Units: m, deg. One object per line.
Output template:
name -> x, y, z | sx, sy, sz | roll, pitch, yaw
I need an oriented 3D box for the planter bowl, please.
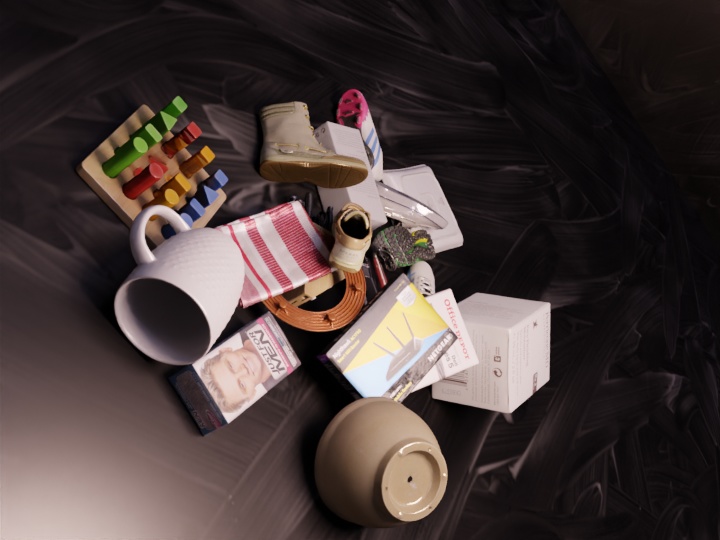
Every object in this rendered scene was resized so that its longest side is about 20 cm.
planter bowl -> 0.049, 0.304, 1.467 | 0.199, 0.134, 0.202 | -3, 96, -32

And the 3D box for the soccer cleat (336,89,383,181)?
soccer cleat -> 0.001, -0.268, 1.954 | 0.086, 0.069, 0.201 | 30, 46, -60

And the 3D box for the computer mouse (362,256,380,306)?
computer mouse -> 0.000, 0.000, 1.748 | 0.141, 0.046, 0.201 | -101, 172, -51

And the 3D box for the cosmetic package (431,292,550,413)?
cosmetic package -> 0.251, 0.152, 1.836 | 0.200, 0.164, 0.166 | -23, 115, -55

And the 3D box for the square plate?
square plate -> 0.139, -0.134, 2.058 | 0.198, 0.028, 0.201 | -16, 80, -54

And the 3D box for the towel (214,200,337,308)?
towel -> -0.143, -0.030, 1.547 | 0.199, 0.023, 0.144 | -22, 70, -34

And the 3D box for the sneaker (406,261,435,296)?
sneaker -> 0.121, 0.057, 1.858 | 0.072, 0.072, 0.201 | 25, 46, -20

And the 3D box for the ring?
ring -> -0.082, 0.009, 1.574 | 0.199, 0.019, 0.202 | 12, 55, -17

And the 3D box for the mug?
mug -> -0.253, 0.001, 1.352 | 0.201, 0.147, 0.176 | 60, 31, -22

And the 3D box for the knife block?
knife block -> -0.098, -0.043, 1.662 | 0.176, 0.064, 0.200 | 60, 35, -1

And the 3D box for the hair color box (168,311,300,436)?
hair color box -> -0.181, 0.149, 1.426 | 0.100, 0.060, 0.200 | 58, 35, -3

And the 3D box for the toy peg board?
toy peg board -> -0.288, -0.149, 1.465 | 0.199, 0.098, 0.200 | 49, 37, -17

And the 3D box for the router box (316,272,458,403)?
router box -> 0.046, 0.127, 1.586 | 0.149, 0.051, 0.200 | 48, 65, -8

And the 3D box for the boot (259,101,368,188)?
boot -> -0.087, -0.231, 1.752 | 0.198, 0.072, 0.156 | 4, 55, -14

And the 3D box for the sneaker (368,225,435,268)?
sneaker -> 0.069, -0.033, 1.843 | 0.200, 0.085, 0.079 | 4, 66, -61

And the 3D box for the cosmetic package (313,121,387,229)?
cosmetic package -> -0.030, -0.173, 1.832 | 0.101, 0.071, 0.201 | 6, 62, -51

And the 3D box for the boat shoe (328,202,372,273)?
boat shoe -> -0.009, -0.069, 1.606 | 0.074, 0.067, 0.200 | 17, 29, -9

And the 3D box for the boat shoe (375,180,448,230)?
boat shoe -> 0.089, -0.115, 1.939 | 0.199, 0.066, 0.072 | 22, 13, -36

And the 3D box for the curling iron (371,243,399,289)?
curling iron -> 0.058, 0.051, 1.747 | 0.025, 0.049, 0.202 | -22, 105, -49

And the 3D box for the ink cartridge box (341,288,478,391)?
ink cartridge box -> 0.088, 0.133, 1.684 | 0.199, 0.084, 0.146 | -19, 86, -28
